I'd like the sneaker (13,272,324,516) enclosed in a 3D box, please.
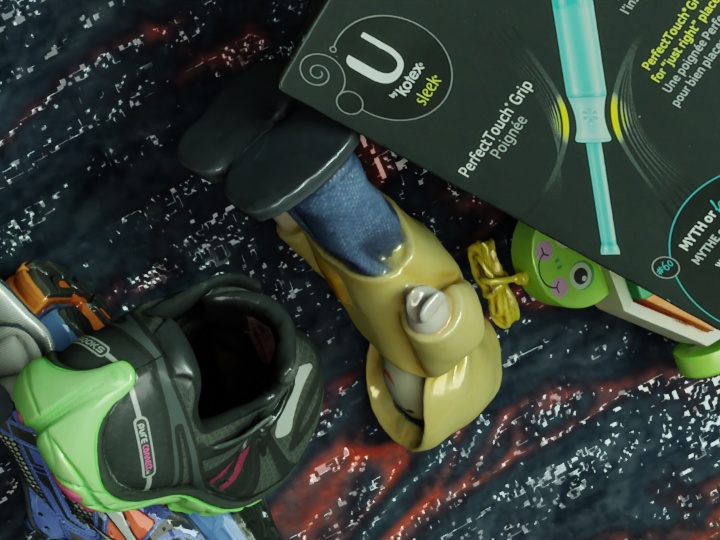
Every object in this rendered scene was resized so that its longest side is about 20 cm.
[{"bbox_3d":[-0.049,0.046,0.802,0.084,0.200,0.077,-31,83,17],"label":"sneaker"}]

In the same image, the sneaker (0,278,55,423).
[{"bbox_3d":[-0.172,0.078,0.813,0.077,0.146,0.203,-26,111,-43],"label":"sneaker"}]

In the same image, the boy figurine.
[{"bbox_3d":[0.000,0.000,0.868,0.064,0.124,0.200,-44,140,-10],"label":"boy figurine"}]

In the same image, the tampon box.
[{"bbox_3d":[0.099,-0.103,0.779,0.199,0.126,0.150,28,130,-8],"label":"tampon box"}]

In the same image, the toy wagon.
[{"bbox_3d":[0.136,-0.033,0.913,0.200,0.040,0.156,-29,106,-24],"label":"toy wagon"}]

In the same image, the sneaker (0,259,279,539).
[{"bbox_3d":[-0.097,0.089,0.887,0.078,0.075,0.200,-36,103,9],"label":"sneaker"}]
